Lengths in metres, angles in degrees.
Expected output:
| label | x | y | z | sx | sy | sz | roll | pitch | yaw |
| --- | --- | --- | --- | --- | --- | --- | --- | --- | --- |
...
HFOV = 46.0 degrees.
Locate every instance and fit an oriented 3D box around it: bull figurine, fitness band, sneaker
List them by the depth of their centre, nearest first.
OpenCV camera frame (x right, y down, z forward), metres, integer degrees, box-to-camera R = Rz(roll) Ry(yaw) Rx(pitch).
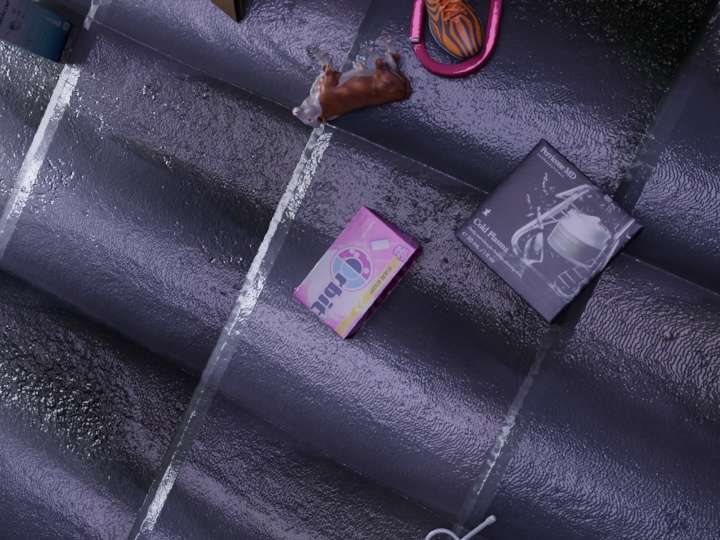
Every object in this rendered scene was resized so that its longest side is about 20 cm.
| label | x | y | z | sx | sy | sz | roll | pitch | yaw |
| --- | --- | --- | --- | --- | --- | --- | --- | --- | --- |
| sneaker | 0.125 | -0.424 | 1.309 | 0.078 | 0.112 | 0.200 | -28 | 83 | 10 |
| fitness band | 0.157 | -0.414 | 1.375 | 0.144 | 0.037 | 0.200 | 9 | 91 | 15 |
| bull figurine | -0.020 | -0.307 | 1.395 | 0.200 | 0.065 | 0.122 | -11 | 118 | 7 |

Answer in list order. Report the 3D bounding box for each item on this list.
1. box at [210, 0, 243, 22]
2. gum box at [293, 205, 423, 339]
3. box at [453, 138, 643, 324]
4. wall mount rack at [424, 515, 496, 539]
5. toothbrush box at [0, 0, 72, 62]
| label | x | y | z | sx | sy | sz | roll | pitch | yaw |
| --- | --- | --- | --- | --- | --- | --- | --- | --- | --- |
| box | -0.279 | -0.531 | 1.435 | 0.200 | 0.164 | 0.021 | 41 | 73 | 13 |
| gum box | 0.000 | 0.000 | 1.386 | 0.113 | 0.066 | 0.200 | 40 | 98 | 13 |
| box | 0.284 | -0.055 | 1.287 | 0.200 | 0.124 | 0.197 | 44 | 97 | 12 |
| wall mount rack | 0.191 | 0.475 | 1.316 | 0.174 | 0.075 | 0.200 | -45 | 79 | 9 |
| toothbrush box | -0.638 | -0.454 | 1.502 | 0.146 | 0.200 | 0.085 | 24 | 94 | 14 |
